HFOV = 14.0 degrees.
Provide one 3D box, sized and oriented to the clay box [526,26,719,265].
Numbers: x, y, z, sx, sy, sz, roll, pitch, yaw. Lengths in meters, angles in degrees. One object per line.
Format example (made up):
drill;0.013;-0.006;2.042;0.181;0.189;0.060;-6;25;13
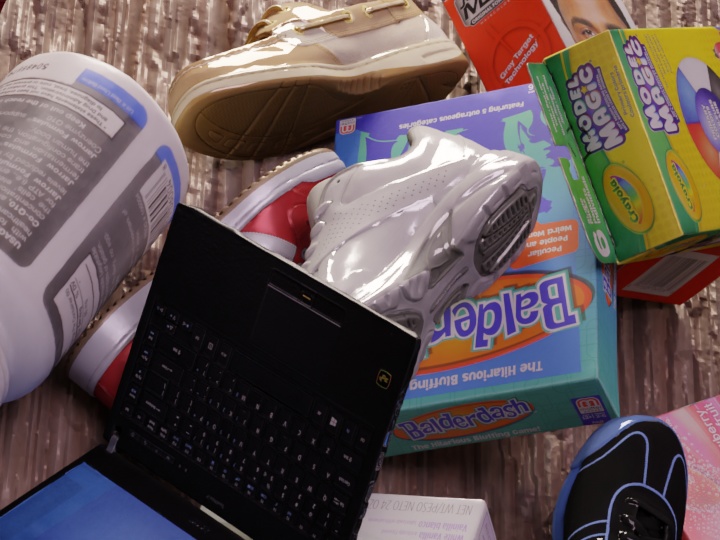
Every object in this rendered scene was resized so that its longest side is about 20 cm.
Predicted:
clay box;0.165;-0.069;1.558;0.200;0.047;0.115;-10;78;-60

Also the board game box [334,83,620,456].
board game box;0.059;-0.003;1.548;0.151;0.045;0.201;-10;53;16

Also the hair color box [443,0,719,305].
hair color box;0.134;-0.082;1.662;0.101;0.061;0.201;7;51;-52

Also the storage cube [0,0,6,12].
storage cube;-0.265;-0.171;1.476;0.170;0.180;0.201;17;51;-14

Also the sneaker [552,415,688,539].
sneaker;0.127;0.157;1.400;0.070;0.078;0.201;25;66;-19

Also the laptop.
laptop;-0.091;0.087;1.359;0.103;0.201;0.177;6;18;-47

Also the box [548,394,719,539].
box;0.198;0.174;1.509;0.094;0.103;0.201;-16;67;-33

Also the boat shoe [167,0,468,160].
boat shoe;-0.033;-0.113;1.622;0.199;0.074;0.069;-11;60;-42

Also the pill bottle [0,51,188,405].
pill bottle;-0.178;-0.007;1.446;0.114;0.114;0.200;35;49;1

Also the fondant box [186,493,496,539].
fondant box;-0.028;0.190;1.346;0.144;0.058;0.200;1;43;20

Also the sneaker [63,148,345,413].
sneaker;-0.048;0.027;1.513;0.112;0.071;0.200;41;58;10

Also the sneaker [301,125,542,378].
sneaker;0.000;0.000;1.478;0.099;0.078;0.200;28;53;29
